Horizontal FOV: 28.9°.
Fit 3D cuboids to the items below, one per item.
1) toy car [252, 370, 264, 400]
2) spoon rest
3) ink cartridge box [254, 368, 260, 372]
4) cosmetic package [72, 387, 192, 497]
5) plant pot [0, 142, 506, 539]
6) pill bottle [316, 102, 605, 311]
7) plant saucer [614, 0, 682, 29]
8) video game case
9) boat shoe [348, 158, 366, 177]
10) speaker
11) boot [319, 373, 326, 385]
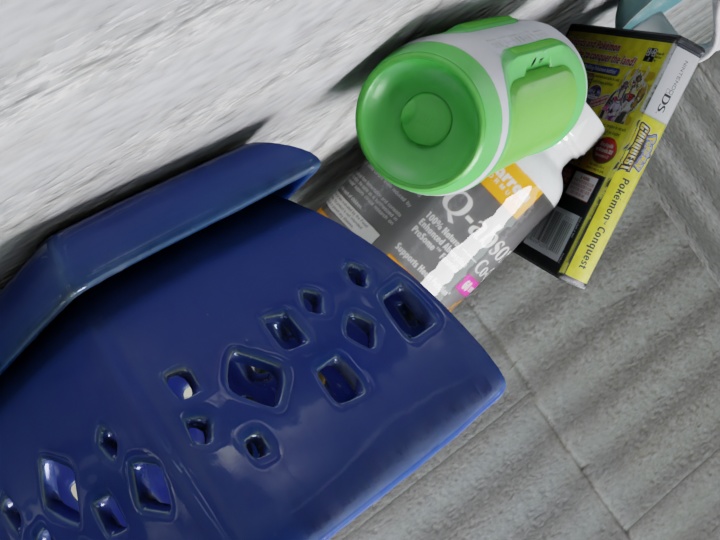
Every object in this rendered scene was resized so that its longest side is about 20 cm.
[{"bbox_3d":[-0.134,0.063,1.010,0.164,0.158,0.200,-38,149,-19],"label":"toy car"},{"bbox_3d":[0.285,-0.213,1.071,0.099,0.061,0.200,-34,177,-26],"label":"spoon rest"},{"bbox_3d":[-0.113,0.131,1.204,0.083,0.200,0.146,-35,177,13],"label":"ink cartridge box"},{"bbox_3d":[-0.200,0.106,0.839,0.200,0.071,0.105,-34,153,-27],"label":"cosmetic package"},{"bbox_3d":[-0.082,0.061,0.690,0.200,0.180,0.200,-31,175,-44],"label":"plant pot"},{"bbox_3d":[0.065,-0.056,0.961,0.200,0.116,0.116,-45,176,5],"label":"pill bottle"},{"bbox_3d":[0.285,-0.261,1.138,0.200,0.027,0.200,-34,177,-2],"label":"plant saucer"},{"bbox_3d":[0.159,-0.091,1.026,0.181,0.025,0.200,-64,-163,6],"label":"video game case"},{"bbox_3d":[0.034,-0.066,1.049,0.200,0.062,0.075,-27,-167,5],"label":"boat shoe"},{"bbox_3d":[0.069,-0.097,0.799,0.088,0.089,0.200,-37,176,27],"label":"speaker"},{"bbox_3d":[-0.016,0.053,1.192,0.155,0.200,0.072,-32,154,-59],"label":"boot"}]
